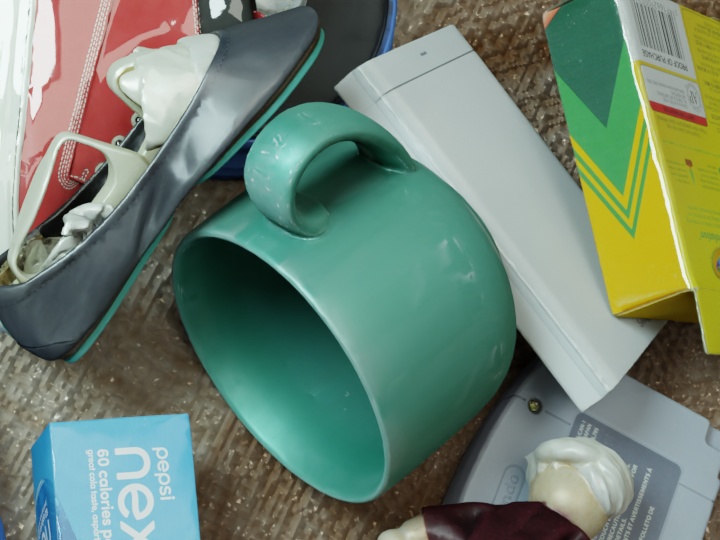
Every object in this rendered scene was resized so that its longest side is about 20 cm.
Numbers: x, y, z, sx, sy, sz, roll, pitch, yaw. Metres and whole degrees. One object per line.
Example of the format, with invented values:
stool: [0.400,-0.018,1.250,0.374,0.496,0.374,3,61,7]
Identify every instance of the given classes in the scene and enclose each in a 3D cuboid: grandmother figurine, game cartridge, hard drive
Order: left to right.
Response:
grandmother figurine: [0.061,0.145,0.792,0.121,0.061,0.200,27,47,28]
hard drive: [0.080,-0.033,0.883,0.201,0.027,0.132,53,29,2]
game cartridge: [0.103,0.145,0.870,0.132,0.042,0.201,27,67,-5]

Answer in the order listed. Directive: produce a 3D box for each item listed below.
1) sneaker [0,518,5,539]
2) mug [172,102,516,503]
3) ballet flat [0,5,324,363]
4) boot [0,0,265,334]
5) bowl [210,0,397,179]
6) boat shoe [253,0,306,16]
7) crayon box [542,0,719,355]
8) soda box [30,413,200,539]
sneaker: [-0.192,0.099,0.760,0.065,0.078,0.202,-9,76,-19]
mug: [0.005,0.010,0.795,0.114,0.185,0.152,-36,83,-28]
ballet flat: [-0.097,-0.051,0.752,0.073,0.073,0.200,38,90,-4]
boot: [-0.105,-0.063,0.810,0.143,0.072,0.202,4,89,-2]
bowl: [-0.073,-0.149,0.896,0.199,0.039,0.203,6,72,-18]
boat shoe: [-0.050,-0.218,0.861,0.074,0.065,0.204,6,81,-17]
crayon box: [0.169,-0.044,0.909,0.126,0.051,0.202,7,67,-52]
soda box: [-0.107,0.171,0.774,0.067,0.064,0.202,-2,74,-19]
